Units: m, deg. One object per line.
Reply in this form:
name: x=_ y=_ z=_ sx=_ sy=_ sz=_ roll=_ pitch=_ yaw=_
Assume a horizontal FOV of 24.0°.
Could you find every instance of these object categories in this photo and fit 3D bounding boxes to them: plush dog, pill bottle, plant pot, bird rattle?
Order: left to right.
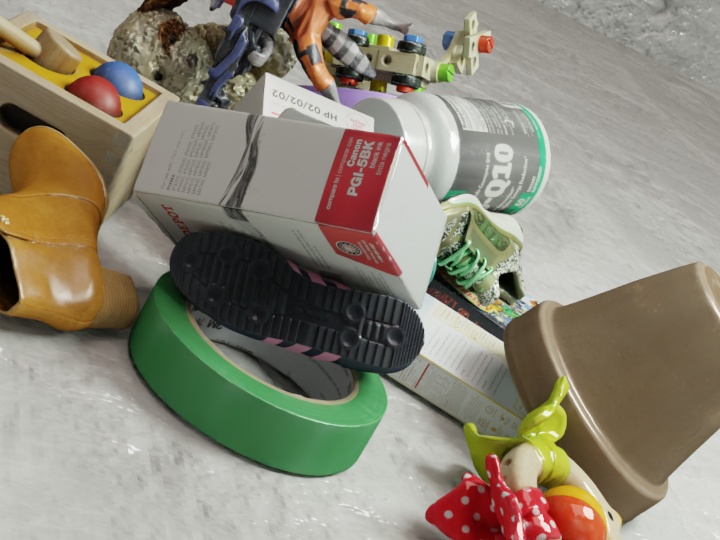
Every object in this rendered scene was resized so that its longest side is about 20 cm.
plush dog: x=-0.173 y=-0.193 z=1.660 sx=0.171 sy=0.202 sz=0.160 roll=27 pitch=-16 yaw=-37
pill bottle: x=0.080 y=-0.111 z=1.620 sx=0.199 sy=0.114 sz=0.113 roll=0 pitch=34 yaw=-43
bird rattle: x=0.143 y=0.178 z=1.274 sx=0.163 sy=0.113 sz=0.200 roll=44 pitch=20 yaw=-11
plant pot: x=0.246 y=0.087 z=1.429 sx=0.200 sy=0.174 sz=0.201 roll=48 pitch=21 yaw=-26

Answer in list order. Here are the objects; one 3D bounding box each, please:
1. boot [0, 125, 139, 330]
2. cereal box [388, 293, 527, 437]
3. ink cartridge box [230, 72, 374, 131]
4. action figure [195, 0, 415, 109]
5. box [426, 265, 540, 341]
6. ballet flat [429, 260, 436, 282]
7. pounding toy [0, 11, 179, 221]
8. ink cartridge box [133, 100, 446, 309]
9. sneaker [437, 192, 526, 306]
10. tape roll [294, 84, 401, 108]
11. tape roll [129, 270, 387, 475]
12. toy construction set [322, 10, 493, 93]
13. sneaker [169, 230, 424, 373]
boot: x=-0.246 y=-0.043 z=1.238 sx=0.144 sy=0.071 sz=0.202 roll=19 pitch=35 yaw=-57
cereal box: x=0.098 y=0.091 z=1.499 sx=0.199 sy=0.040 sz=0.144 roll=32 pitch=20 yaw=6
ink cartridge box: x=-0.065 y=-0.098 z=1.482 sx=0.114 sy=0.200 sz=0.068 roll=20 pitch=54 yaw=-26
action figure: x=-0.076 y=-0.221 z=1.604 sx=0.193 sy=0.201 sz=0.105 roll=36 pitch=12 yaw=-4
box: x=0.137 y=0.048 z=1.665 sx=0.199 sy=0.038 sz=0.136 roll=36 pitch=20 yaw=15
ballet flat: x=0.000 y=0.000 z=1.474 sx=0.068 sy=0.069 sz=0.200 roll=9 pitch=-8 yaw=-19
pounding toy: x=-0.268 y=-0.149 z=1.402 sx=0.199 sy=0.143 sz=0.184 roll=30 pitch=19 yaw=-2
ink cartridge box: x=-0.051 y=-0.050 z=1.282 sx=0.198 sy=0.084 sz=0.147 roll=11 pitch=-20 yaw=21
sneaker: x=0.107 y=-0.013 z=1.597 sx=0.199 sy=0.077 sz=0.089 roll=12 pitch=50 yaw=-53
tape roll: x=-0.007 y=-0.144 z=1.749 sx=0.198 sy=0.066 sz=0.200 roll=7 pitch=-2 yaw=0
tape roll: x=-0.076 y=0.073 z=1.276 sx=0.199 sy=0.048 sz=0.201 roll=27 pitch=20 yaw=-10
toy construction set: x=0.035 y=-0.212 z=1.722 sx=0.198 sy=0.093 sz=0.131 roll=-6 pitch=-6 yaw=22
sneaker: x=-0.052 y=0.032 z=1.275 sx=0.198 sy=0.071 sz=0.082 roll=23 pitch=-13 yaw=-1
